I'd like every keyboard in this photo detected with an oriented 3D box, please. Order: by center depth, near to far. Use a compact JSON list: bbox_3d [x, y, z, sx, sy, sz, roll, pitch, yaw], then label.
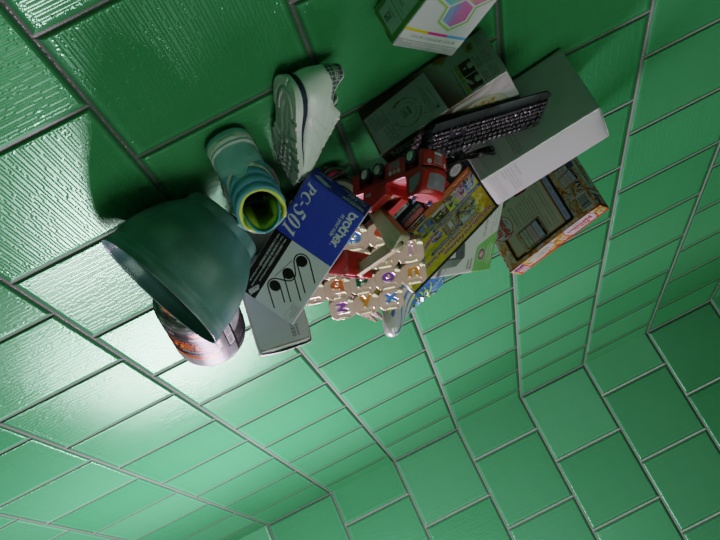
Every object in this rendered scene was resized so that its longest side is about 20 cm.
[{"bbox_3d":[0.166,-0.184,1.259,0.199,0.021,0.127,-19,157,-21],"label":"keyboard"}]

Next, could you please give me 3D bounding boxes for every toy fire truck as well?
[{"bbox_3d":[0.035,-0.072,1.227,0.049,0.142,0.199,11,161,-40],"label":"toy fire truck"}]

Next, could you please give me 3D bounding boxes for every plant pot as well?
[{"bbox_3d":[-0.224,-0.018,1.213,0.134,0.200,0.201,-48,161,-16],"label":"plant pot"}]

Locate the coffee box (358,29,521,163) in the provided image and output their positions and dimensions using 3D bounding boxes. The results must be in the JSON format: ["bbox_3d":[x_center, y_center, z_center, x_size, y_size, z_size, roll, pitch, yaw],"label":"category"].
[{"bbox_3d":[0.112,-0.223,1.246,0.199,0.080,0.114,-32,156,12],"label":"coffee box"}]

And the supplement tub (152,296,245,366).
[{"bbox_3d":[-0.249,0.061,1.402,0.122,0.123,0.200,-23,156,-8],"label":"supplement tub"}]

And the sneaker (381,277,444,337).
[{"bbox_3d":[0.091,0.028,1.559,0.104,0.201,0.076,2,140,7],"label":"sneaker"}]

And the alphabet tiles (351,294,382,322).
[{"bbox_3d":[-0.039,0.045,1.570,0.008,0.166,0.200,-64,157,-9],"label":"alphabet tiles"}]

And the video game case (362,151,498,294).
[{"bbox_3d":[0.102,-0.088,1.397,0.200,0.025,0.181,-46,129,-4],"label":"video game case"}]

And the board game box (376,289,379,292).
[{"bbox_3d":[-0.028,0.008,1.527,0.048,0.101,0.200,-67,163,-9],"label":"board game box"}]

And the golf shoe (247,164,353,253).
[{"bbox_3d":[-0.091,-0.072,1.340,0.199,0.089,0.077,-32,158,16],"label":"golf shoe"}]

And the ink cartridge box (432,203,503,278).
[{"bbox_3d":[0.131,-0.070,1.505,0.199,0.084,0.147,-9,119,-35],"label":"ink cartridge box"}]

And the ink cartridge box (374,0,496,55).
[{"bbox_3d":[0.115,-0.341,1.033,0.103,0.060,0.200,-4,147,-42],"label":"ink cartridge box"}]

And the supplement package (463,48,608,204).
[{"bbox_3d":[0.254,-0.213,1.370,0.199,0.117,0.117,-31,156,12],"label":"supplement package"}]

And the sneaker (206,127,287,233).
[{"bbox_3d":[-0.136,-0.088,1.203,0.079,0.131,0.200,-29,157,2],"label":"sneaker"}]

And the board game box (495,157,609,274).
[{"bbox_3d":[0.312,-0.112,1.595,0.200,0.152,0.046,-39,153,29],"label":"board game box"}]

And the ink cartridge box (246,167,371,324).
[{"bbox_3d":[-0.077,-0.031,1.238,0.201,0.094,0.044,-56,-179,25],"label":"ink cartridge box"}]

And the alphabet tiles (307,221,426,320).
[{"bbox_3d":[0.000,0.000,1.375,0.198,0.015,0.196,-11,138,1],"label":"alphabet tiles"}]

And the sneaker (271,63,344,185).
[{"bbox_3d":[-0.065,-0.183,1.164,0.080,0.077,0.200,-28,160,-22],"label":"sneaker"}]

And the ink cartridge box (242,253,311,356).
[{"bbox_3d":[-0.136,0.054,1.398,0.084,0.147,0.200,-16,176,-10],"label":"ink cartridge box"}]
